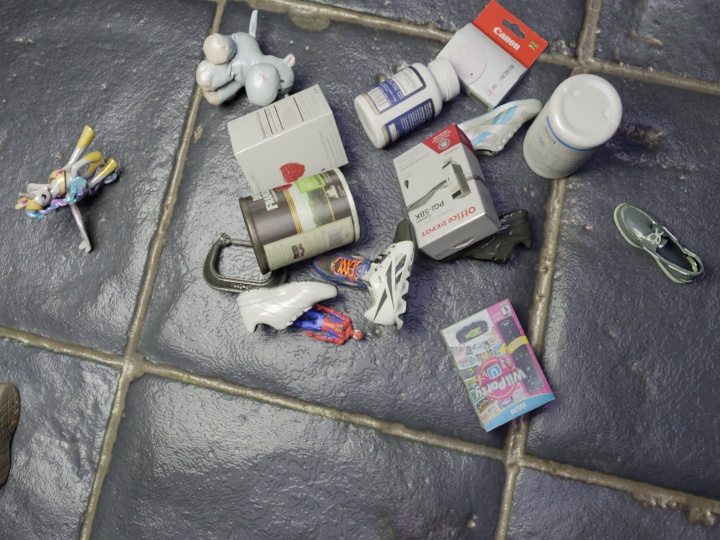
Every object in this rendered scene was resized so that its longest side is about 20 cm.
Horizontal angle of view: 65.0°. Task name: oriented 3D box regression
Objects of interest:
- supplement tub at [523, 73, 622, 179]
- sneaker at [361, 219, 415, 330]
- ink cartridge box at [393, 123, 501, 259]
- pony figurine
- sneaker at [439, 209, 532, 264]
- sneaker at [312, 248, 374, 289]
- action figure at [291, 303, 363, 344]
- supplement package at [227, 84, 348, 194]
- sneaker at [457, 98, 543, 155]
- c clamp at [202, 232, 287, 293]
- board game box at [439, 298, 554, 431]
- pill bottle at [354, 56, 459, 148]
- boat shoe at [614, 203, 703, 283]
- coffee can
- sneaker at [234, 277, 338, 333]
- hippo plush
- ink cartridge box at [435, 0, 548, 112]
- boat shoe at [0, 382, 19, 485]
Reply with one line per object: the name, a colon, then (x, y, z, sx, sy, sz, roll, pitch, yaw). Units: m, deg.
supplement tub: (0.394, -0.265, 1.068, 0.128, 0.200, 0.136, 0, 83, 2)
sneaker: (0.049, -0.002, 1.031, 0.086, 0.074, 0.205, 11, 77, -5)
ink cartridge box: (0.160, -0.147, 1.067, 0.145, 0.082, 0.204, -27, 63, 25)
pony figurine: (-0.570, -0.156, 1.107, 0.165, 0.194, 0.202, 35, 65, 3)
sneaker: (0.250, -0.048, 1.110, 0.196, 0.076, 0.093, -21, 92, 3)
sneaker: (0.000, 0.000, 1.105, 0.195, 0.078, 0.077, 14, 82, 4)
action figure: (-0.088, 0.100, 1.112, 0.195, 0.052, 0.067, 17, 78, 2)
supplement package: (-0.141, -0.248, 1.102, 0.196, 0.123, 0.121, -23, 46, -1)
sneaker: (0.278, -0.282, 1.143, 0.196, 0.076, 0.082, -24, 89, 6)
c clamp: (-0.217, -0.031, 1.138, 0.194, 0.027, 0.175, 2, 70, 0)
board game box: (0.258, 0.178, 1.081, 0.145, 0.064, 0.204, -24, 83, -1)
pill bottle: (0.095, -0.341, 1.132, 0.197, 0.111, 0.113, -30, 82, -3)
boat shoe: (0.584, -0.060, 1.103, 0.073, 0.062, 0.200, -42, 83, -4)
coffee can: (-0.116, -0.094, 1.072, 0.196, 0.146, 0.150, -19, 82, -12)
sneaker: (-0.136, 0.064, 1.074, 0.195, 0.075, 0.090, -12, 92, 0)
hippo plush: (-0.216, -0.385, 1.136, 0.159, 0.161, 0.201, 32, 44, 4)
ink cartridge box: (0.275, -0.455, 1.175, 0.162, 0.057, 0.201, 40, 90, 7)
boat shoe: (-0.719, 0.318, 1.088, 0.071, 0.075, 0.206, 6, 81, 2)
